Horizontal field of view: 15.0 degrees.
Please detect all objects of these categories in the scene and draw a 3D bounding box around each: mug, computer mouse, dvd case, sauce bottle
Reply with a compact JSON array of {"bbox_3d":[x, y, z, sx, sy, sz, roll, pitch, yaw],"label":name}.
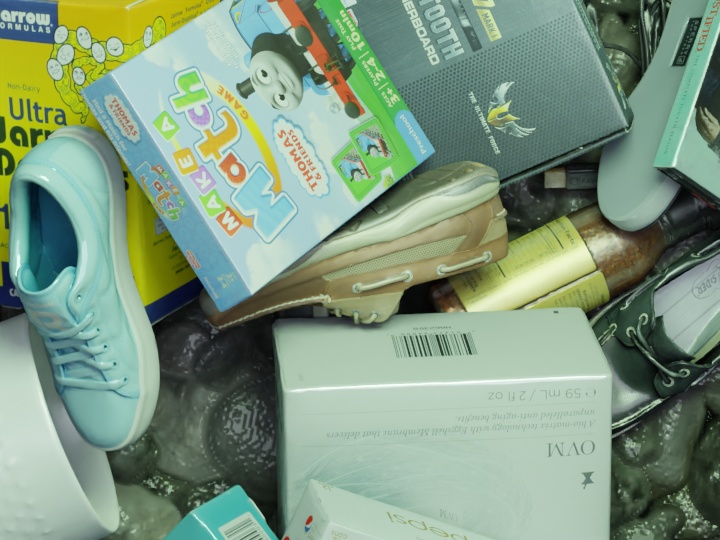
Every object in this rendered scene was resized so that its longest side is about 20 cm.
[{"bbox_3d":[-0.248,0.145,1.699,0.175,0.148,0.200,-21,120,3],"label":"mug"},{"bbox_3d":[0.110,-0.123,1.776,0.200,0.046,0.141,1,94,-8],"label":"computer mouse"},{"bbox_3d":[0.275,-0.087,1.730,0.200,0.022,0.146,32,71,-37],"label":"dvd case"},{"bbox_3d":[0.141,-0.004,1.761,0.200,0.066,0.066,-25,90,-6],"label":"sauce bottle"}]

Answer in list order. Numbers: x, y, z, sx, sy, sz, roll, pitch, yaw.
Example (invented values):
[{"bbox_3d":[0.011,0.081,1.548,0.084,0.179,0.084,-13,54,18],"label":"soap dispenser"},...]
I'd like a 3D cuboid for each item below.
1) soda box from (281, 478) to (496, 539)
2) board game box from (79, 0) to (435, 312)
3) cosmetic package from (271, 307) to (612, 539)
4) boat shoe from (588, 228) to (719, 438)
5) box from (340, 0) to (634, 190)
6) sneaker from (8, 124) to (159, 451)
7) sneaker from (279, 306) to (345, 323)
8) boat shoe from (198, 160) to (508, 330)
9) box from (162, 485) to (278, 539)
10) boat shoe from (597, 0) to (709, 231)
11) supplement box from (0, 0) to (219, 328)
[{"bbox_3d":[0.052,0.191,1.600,0.200,0.064,0.068,20,105,-19],"label":"soda box"},{"bbox_3d":[-0.057,-0.087,1.617,0.200,0.037,0.151,-39,99,-45],"label":"board game box"},{"bbox_3d":[0.049,0.140,1.691,0.199,0.123,0.200,-3,110,-4],"label":"cosmetic package"},{"bbox_3d":[0.203,0.038,1.761,0.199,0.066,0.075,-37,92,-4],"label":"boat shoe"},{"bbox_3d":[0.060,-0.149,1.705,0.157,0.051,0.200,-22,100,14],"label":"box"},{"bbox_3d":[-0.175,0.020,1.606,0.074,0.082,0.200,-2,107,29],"label":"sneaker"},{"bbox_3d":[-0.066,-0.023,1.753,0.106,0.075,0.200,-5,95,14],"label":"sneaker"},{"bbox_3d":[0.000,0.000,1.675,0.200,0.076,0.072,-21,105,0],"label":"boat shoe"},{"bbox_3d":[-0.116,0.221,1.675,0.082,0.049,0.200,52,128,11],"label":"box"},{"bbox_3d":[0.221,-0.107,1.746,0.086,0.075,0.202,31,74,-37],"label":"boat shoe"},{"bbox_3d":[-0.155,-0.080,1.673,0.109,0.109,0.200,7,110,25],"label":"supplement box"}]
